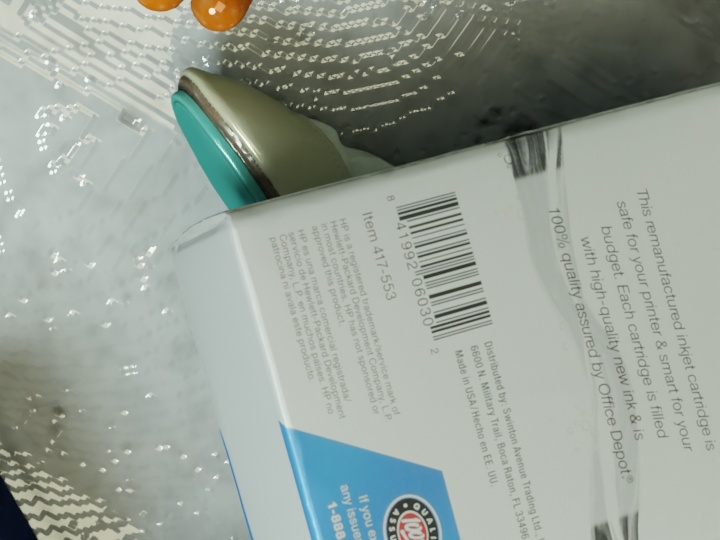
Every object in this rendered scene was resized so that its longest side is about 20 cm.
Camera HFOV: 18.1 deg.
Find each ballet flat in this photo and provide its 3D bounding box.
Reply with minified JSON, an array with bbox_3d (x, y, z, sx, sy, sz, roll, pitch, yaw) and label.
[{"bbox_3d":[0.000,0.000,0.825,0.069,0.070,0.201,-24,115,5],"label":"ballet flat"}]

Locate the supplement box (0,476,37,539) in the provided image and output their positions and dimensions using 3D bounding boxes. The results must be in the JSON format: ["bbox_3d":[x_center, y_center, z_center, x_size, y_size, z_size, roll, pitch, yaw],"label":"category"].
[{"bbox_3d":[-0.225,0.138,0.831,0.199,0.109,0.110,-24,113,5],"label":"supplement box"}]

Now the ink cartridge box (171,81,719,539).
[{"bbox_3d":[0.056,0.031,0.750,0.199,0.086,0.147,-15,89,-20],"label":"ink cartridge box"}]

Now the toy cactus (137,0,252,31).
[{"bbox_3d":[0.008,-0.133,0.743,0.200,0.103,0.165,-34,149,31],"label":"toy cactus"}]
